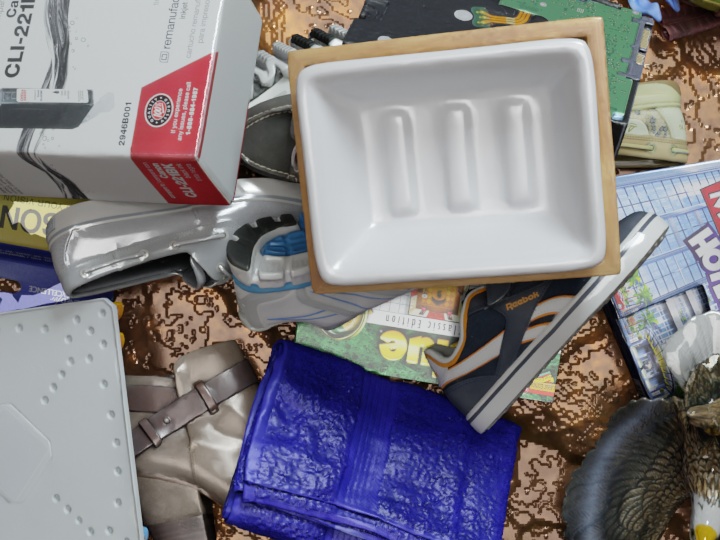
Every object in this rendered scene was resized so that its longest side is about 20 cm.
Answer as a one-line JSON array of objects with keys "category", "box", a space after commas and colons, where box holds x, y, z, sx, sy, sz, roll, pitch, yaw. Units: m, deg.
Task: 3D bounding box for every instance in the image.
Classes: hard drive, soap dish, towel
[{"category": "hard drive", "box": [0.098, -0.156, 0.948, 0.199, 0.038, 0.140, 16, 46, 7]}, {"category": "soap dish", "box": [0.061, -0.072, 0.860, 0.199, 0.081, 0.158, -4, 101, 13]}, {"category": "towel", "box": [0.014, 0.137, 0.952, 0.199, 0.050, 0.148, 20, 57, -9]}]

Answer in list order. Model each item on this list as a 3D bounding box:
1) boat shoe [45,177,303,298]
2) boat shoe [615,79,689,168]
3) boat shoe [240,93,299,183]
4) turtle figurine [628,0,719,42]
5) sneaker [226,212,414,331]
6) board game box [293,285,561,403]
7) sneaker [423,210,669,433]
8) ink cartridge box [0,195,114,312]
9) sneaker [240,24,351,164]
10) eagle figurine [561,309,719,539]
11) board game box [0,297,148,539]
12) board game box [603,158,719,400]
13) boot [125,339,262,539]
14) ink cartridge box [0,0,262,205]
[{"category": "boat shoe", "box": [-0.120, -0.019, 0.964, 0.199, 0.072, 0.069, -6, 69, -24]}, {"category": "boat shoe", "box": [0.141, -0.091, 0.986, 0.199, 0.073, 0.063, -11, 85, 0]}, {"category": "boat shoe", "box": [0.003, -0.086, 0.933, 0.199, 0.057, 0.067, 5, 107, 6]}, {"category": "turtle figurine", "box": [0.302, -0.245, 0.955, 0.193, 0.144, 0.201, 21, 92, -2]}, {"category": "sneaker", "box": [0.000, 0.000, 0.973, 0.199, 0.087, 0.075, -8, 44, -15]}, {"category": "board game box", "box": [0.054, 0.032, 1.010, 0.199, 0.023, 0.105, 9, 90, 1]}, {"category": "sneaker", "box": [0.122, 0.020, 0.940, 0.079, 0.078, 0.200, 45, 109, 11]}, {"category": "ink cartridge box", "box": [-0.270, -0.065, 1.007, 0.196, 0.047, 0.201, 9, 86, 0]}, {"category": "sneaker", "box": [-0.060, -0.124, 0.999, 0.199, 0.075, 0.081, -22, 108, -2]}, {"category": "eagle figurine", "box": [0.238, 0.146, 0.943, 0.151, 0.200, 0.152, -35, 65, -29]}, {"category": "board game box", "box": [-0.246, 0.130, 0.977, 0.199, 0.026, 0.201, -8, 88, 22]}, {"category": "board game box", "box": [0.273, -0.006, 0.988, 0.199, 0.062, 0.201, -23, 88, 1]}, {"category": "boot", "box": [-0.083, 0.124, 0.990, 0.199, 0.070, 0.147, -11, 80, -7]}, {"category": "ink cartridge box", "box": [-0.181, -0.128, 0.918, 0.199, 0.084, 0.145, 3, 72, 14]}]
